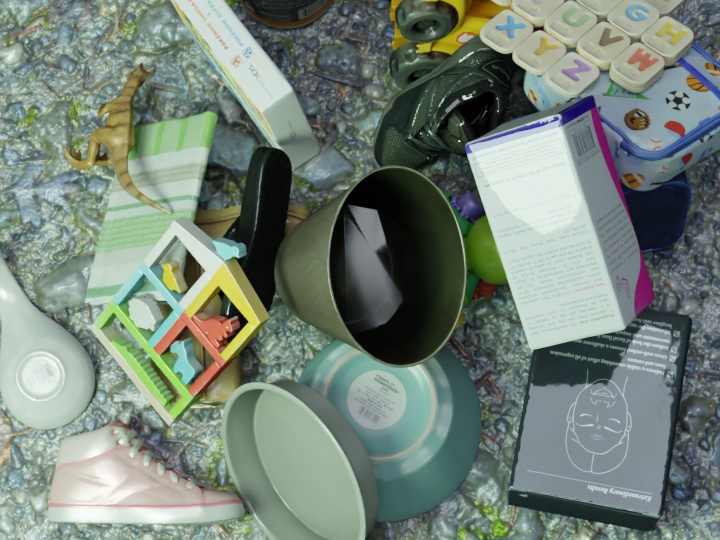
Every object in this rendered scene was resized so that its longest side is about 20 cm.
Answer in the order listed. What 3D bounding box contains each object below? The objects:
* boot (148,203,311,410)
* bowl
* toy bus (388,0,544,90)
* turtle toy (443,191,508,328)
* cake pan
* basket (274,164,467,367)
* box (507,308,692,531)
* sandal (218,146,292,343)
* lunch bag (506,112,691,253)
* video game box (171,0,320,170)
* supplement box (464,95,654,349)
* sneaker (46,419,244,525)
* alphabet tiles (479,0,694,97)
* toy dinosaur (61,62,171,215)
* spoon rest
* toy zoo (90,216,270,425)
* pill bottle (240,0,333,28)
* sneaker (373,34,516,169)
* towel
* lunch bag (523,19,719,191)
[{"bbox_3d":[-0.131,0.038,1.743,0.174,0.066,0.202,-6,73,15],"label":"boot"},{"bbox_3d":[0.021,0.141,1.681,0.199,0.105,0.203,-1,75,3],"label":"bowl"},{"bbox_3d":[0.122,-0.276,1.741,0.190,0.200,0.137,-1,63,-2],"label":"toy bus"},{"bbox_3d":[0.093,-0.019,1.686,0.100,0.200,0.147,-16,99,-21],"label":"turtle toy"},{"bbox_3d":[-0.055,0.193,1.639,0.037,0.201,0.201,-28,71,-37],"label":"cake pan"},{"bbox_3d":[0.000,0.000,1.619,0.135,0.200,0.182,-4,89,-20],"label":"basket"},{"bbox_3d":[0.232,0.139,1.665,0.147,0.107,0.202,11,75,7],"label":"box"},{"bbox_3d":[-0.112,-0.023,1.693,0.048,0.075,0.202,4,75,30],"label":"sandal"},{"bbox_3d":[0.221,-0.093,1.711,0.198,0.136,0.133,-11,60,-5],"label":"lunch bag"},{"bbox_3d":[-0.120,-0.207,1.738,0.047,0.200,0.182,-39,75,-3],"label":"video game box"},{"bbox_3d":[0.185,-0.043,1.561,0.103,0.101,0.201,-16,97,29],"label":"supplement box"},{"bbox_3d":[-0.212,0.201,1.694,0.198,0.075,0.106,1,80,8],"label":"sneaker"},{"bbox_3d":[0.216,-0.248,1.633,0.200,0.015,0.195,37,58,22],"label":"alphabet tiles"},{"bbox_3d":[-0.253,-0.131,1.764,0.106,0.060,0.201,-28,53,33],"label":"toy dinosaur"},{"bbox_3d":[-0.345,0.067,1.758,0.099,0.061,0.201,-26,88,-2],"label":"spoon rest"},{"bbox_3d":[-0.170,0.041,1.650,0.131,0.020,0.200,49,123,9],"label":"toy zoo"},{"bbox_3d":[-0.084,-0.341,1.771,0.115,0.200,0.117,-1,73,3],"label":"pill bottle"},{"bbox_3d":[0.077,-0.141,1.711,0.076,0.199,0.115,35,41,-23],"label":"sneaker"},{"bbox_3d":[-0.210,-0.059,1.752,0.149,0.031,0.202,-4,68,45],"label":"towel"},{"bbox_3d":[0.262,-0.180,1.640,0.160,0.076,0.200,-32,62,-19],"label":"lunch bag"}]
